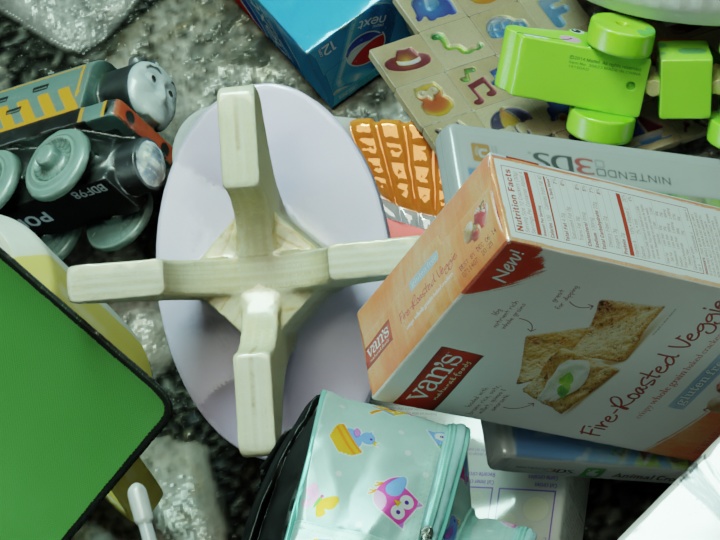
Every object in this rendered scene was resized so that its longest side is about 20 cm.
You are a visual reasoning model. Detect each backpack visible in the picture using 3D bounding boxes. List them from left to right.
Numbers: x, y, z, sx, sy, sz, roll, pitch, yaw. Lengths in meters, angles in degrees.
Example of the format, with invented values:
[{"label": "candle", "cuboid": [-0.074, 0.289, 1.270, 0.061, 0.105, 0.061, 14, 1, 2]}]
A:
[{"label": "backpack", "cuboid": [0.006, 0.165, 1.405, 0.153, 0.176, 0.201, 6, 63, 0]}]

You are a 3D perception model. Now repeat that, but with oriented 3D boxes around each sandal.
[{"label": "sandal", "cuboid": [-0.004, -0.052, 1.661, 0.206, 0.059, 0.079, 15, 85, 6]}]

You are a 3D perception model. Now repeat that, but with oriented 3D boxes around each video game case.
[{"label": "video game case", "cuboid": [0.137, 0.019, 1.542, 0.181, 0.022, 0.201, 6, 59, -24]}]

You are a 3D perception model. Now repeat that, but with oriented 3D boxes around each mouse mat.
[{"label": "mouse mat", "cuboid": [-0.204, 0.079, 1.532, 0.161, 0.200, 0.008, 41, 35, 0]}]

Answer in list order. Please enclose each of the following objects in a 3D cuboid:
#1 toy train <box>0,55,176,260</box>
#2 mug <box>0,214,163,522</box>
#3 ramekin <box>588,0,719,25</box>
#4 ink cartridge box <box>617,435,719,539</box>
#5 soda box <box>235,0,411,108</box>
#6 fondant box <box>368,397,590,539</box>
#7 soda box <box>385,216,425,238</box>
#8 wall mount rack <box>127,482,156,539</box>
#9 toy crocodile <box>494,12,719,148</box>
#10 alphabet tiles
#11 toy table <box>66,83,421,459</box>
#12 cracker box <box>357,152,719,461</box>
[{"label": "toy train", "cuboid": [-0.192, -0.063, 1.692, 0.199, 0.085, 0.114, -15, 51, 34]}, {"label": "mug", "cuboid": [-0.191, 0.046, 1.608, 0.186, 0.153, 0.150, 6, 61, 18]}, {"label": "ramekin", "cuboid": [0.190, -0.209, 1.642, 0.201, 0.095, 0.203, 3, 26, -1]}, {"label": "ink cartridge box", "cuboid": [0.189, 0.160, 1.437, 0.200, 0.145, 0.084, -43, 62, -11]}, {"label": "soda box", "cuboid": [-0.053, -0.194, 1.763, 0.068, 0.064, 0.200, -37, 57, -7]}, {"label": "fondant box", "cuboid": [0.039, 0.163, 1.531, 0.144, 0.058, 0.201, 1, 60, 16]}, {"label": "soda box", "cuboid": [0.000, 0.000, 1.591, 0.199, 0.070, 0.064, 17, 86, 6]}, {"label": "wall mount rack", "cuboid": [-0.136, 0.215, 1.471, 0.074, 0.200, 0.174, 30, 57, -11]}, {"label": "toy crocodile", "cuboid": [0.175, -0.108, 1.616, 0.199, 0.068, 0.062, 5, 22, -2]}, {"label": "alphabet tiles", "cuboid": [0.114, -0.121, 1.668, 0.199, 0.008, 0.167, -20, 55, -20]}, {"label": "toy table", "cuboid": [-0.052, -0.001, 1.503, 0.183, 0.117, 0.201, -16, 85, 5]}, {"label": "cracker box", "cuboid": [0.117, 0.022, 1.416, 0.199, 0.134, 0.058, 12, 48, -26]}]
